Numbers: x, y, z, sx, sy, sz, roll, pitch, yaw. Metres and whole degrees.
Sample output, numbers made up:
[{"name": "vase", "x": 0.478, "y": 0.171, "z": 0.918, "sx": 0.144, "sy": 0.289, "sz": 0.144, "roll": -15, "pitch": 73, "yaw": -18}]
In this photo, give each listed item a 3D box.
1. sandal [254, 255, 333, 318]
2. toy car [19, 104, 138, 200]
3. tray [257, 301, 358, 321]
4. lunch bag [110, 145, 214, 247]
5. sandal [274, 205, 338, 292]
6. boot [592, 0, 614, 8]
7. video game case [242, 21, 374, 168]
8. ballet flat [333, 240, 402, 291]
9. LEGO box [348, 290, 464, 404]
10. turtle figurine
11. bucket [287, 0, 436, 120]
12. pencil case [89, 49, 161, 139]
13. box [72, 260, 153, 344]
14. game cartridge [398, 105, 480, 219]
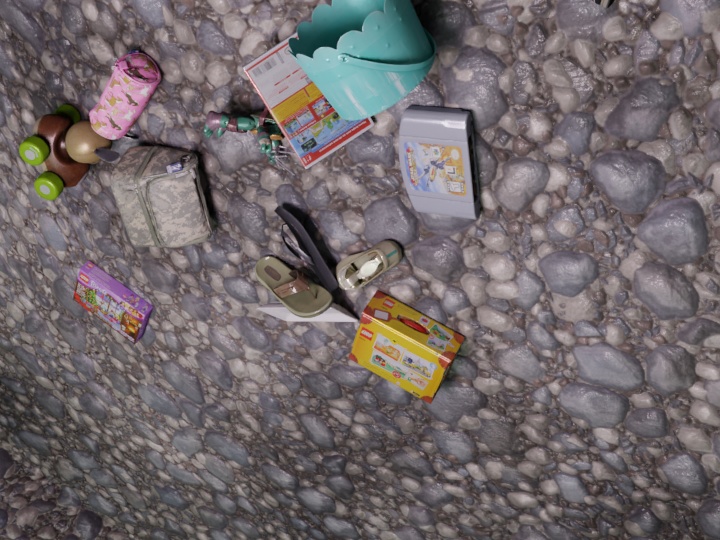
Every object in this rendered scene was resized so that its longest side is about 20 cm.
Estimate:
[{"name": "sandal", "x": -0.143, "y": 0.029, "z": 1.808, "sx": 0.200, "sy": 0.080, "sz": 0.058, "roll": 31, "pitch": 157, "yaw": 25}, {"name": "toy car", "x": -0.556, "y": -0.245, "z": 1.823, "sx": 0.198, "sy": 0.165, "sz": 0.159, "roll": 1, "pitch": 128, "yaw": 17}, {"name": "tray", "x": -0.110, "y": 0.084, "z": 1.876, "sx": 0.198, "sy": 0.022, "sz": 0.107, "roll": -2, "pitch": 160, "yaw": 34}, {"name": "lunch bag", "x": -0.391, "y": -0.149, "z": 1.809, "sx": 0.166, "sy": 0.140, "sz": 0.202, "roll": 1, "pitch": 130, "yaw": 11}, {"name": "sandal", "x": -0.111, "y": -0.037, "z": 1.752, "sx": 0.201, "sy": 0.043, "sz": 0.076, "roll": 57, "pitch": 169, "yaw": -15}, {"name": "boot", "x": 0.280, "y": -0.453, "z": 1.145, "sx": 0.152, "sy": 0.074, "sz": 0.205, "roll": 19, "pitch": 128, "yaw": 21}, {"name": "video game case", "x": -0.085, "y": -0.292, "z": 1.499, "sx": 0.142, "sy": 0.017, "sz": 0.201, "roll": -32, "pitch": 111, "yaw": 2}, {"name": "ballet flat", "x": 0.000, "y": 0.000, "z": 1.726, "sx": 0.069, "sy": 0.070, "sz": 0.200, "roll": 45, "pitch": 137, "yaw": -10}, {"name": "LEGO box", "x": 0.088, "y": 0.155, "z": 1.792, "sx": 0.199, "sy": 0.077, "sz": 0.150, "roll": 28, "pitch": 137, "yaw": 10}, {"name": "turtle figurine", "x": -0.172, "y": -0.244, "z": 1.608, "sx": 0.198, "sy": 0.102, "sz": 0.150, "roll": 15, "pitch": 174, "yaw": 11}, {"name": "bucket", "x": 0.007, "y": -0.334, "z": 1.337, "sx": 0.206, "sy": 0.208, "sz": 0.135, "roll": -10, "pitch": 130, "yaw": 38}, {"name": "pencil case", "x": -0.457, "y": -0.334, "z": 1.723, "sx": 0.087, "sy": 0.083, "sz": 0.200, "roll": 47, "pitch": 138, "yaw": -2}, {"name": "box", "x": -0.617, "y": 0.081, "z": 2.220, "sx": 0.199, "sy": 0.039, "sz": 0.137, "roll": 35, "pitch": 137, "yaw": 2}, {"name": "game cartridge", "x": 0.131, "y": -0.179, "z": 1.507, "sx": 0.132, "sy": 0.042, "sz": 0.202, "roll": 6, "pitch": 130, "yaw": 24}]
